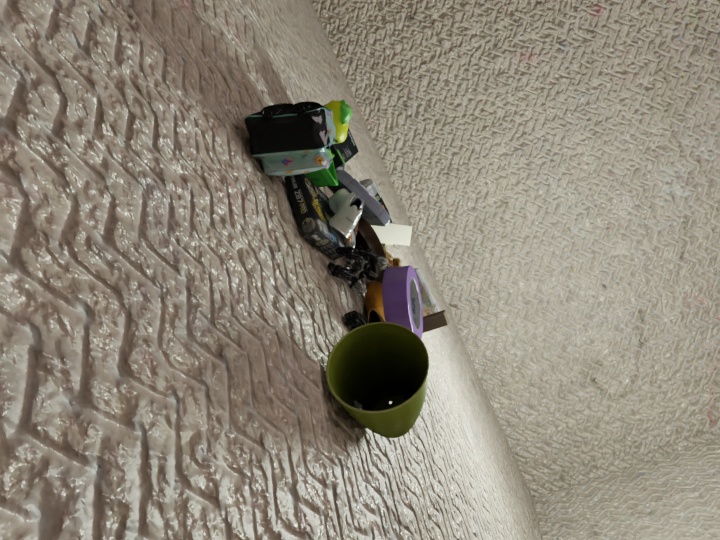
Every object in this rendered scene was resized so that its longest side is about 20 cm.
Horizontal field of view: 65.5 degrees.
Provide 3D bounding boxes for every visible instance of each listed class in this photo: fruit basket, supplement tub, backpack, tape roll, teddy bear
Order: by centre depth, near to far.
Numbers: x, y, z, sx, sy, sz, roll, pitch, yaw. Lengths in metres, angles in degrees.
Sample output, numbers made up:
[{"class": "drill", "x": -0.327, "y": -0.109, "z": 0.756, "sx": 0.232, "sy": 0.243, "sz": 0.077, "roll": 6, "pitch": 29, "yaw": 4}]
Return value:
[{"class": "backpack", "x": -0.136, "y": -0.284, "z": 1.194, "sx": 0.200, "sy": 0.175, "sz": 0.154, "roll": -80, "pitch": 161, "yaw": -66}, {"class": "fruit basket", "x": -0.092, "y": -0.324, "z": 1.384, "sx": 0.156, "sy": 0.215, "sz": 0.216, "roll": 52, "pitch": 19, "yaw": -47}, {"class": "tape roll", "x": 0.112, "y": 0.090, "z": 1.452, "sx": 0.200, "sy": 0.065, "sz": 0.201, "roll": -6, "pitch": 90, "yaw": -74}, {"class": "teddy bear", "x": 0.056, "y": -0.049, "z": 1.705, "sx": 0.200, "sy": 0.144, "sz": 0.067, "roll": -2, "pitch": 109, "yaw": -72}, {"class": "supplement tub", "x": 0.027, "y": -0.181, "z": 1.797, "sx": 0.200, "sy": 0.122, "sz": 0.123, "roll": 61, "pitch": 13, "yaw": -21}]

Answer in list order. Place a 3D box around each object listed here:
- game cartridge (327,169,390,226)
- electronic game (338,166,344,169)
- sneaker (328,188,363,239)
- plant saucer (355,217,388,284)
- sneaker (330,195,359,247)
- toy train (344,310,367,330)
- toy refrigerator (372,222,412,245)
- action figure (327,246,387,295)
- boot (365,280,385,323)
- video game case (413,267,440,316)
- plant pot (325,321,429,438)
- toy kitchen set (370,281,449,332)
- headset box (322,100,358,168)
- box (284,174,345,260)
[{"class": "game cartridge", "x": -0.011, "y": -0.194, "z": 1.496, "sx": 0.200, "sy": 0.041, "sz": 0.133, "roll": 42, "pitch": -9, "yaw": -25}, {"class": "electronic game", "x": -0.107, "y": -0.408, "z": 1.833, "sx": 0.200, "sy": 0.041, "sz": 0.201, "roll": 52, "pitch": 26, "yaw": -40}, {"class": "sneaker", "x": -0.026, "y": -0.152, "z": 1.353, "sx": 0.074, "sy": 0.087, "sz": 0.200, "roll": 34, "pitch": 23, "yaw": -24}, {"class": "plant saucer", "x": 0.015, "y": -0.050, "z": 1.544, "sx": 0.200, "sy": 0.032, "sz": 0.201, "roll": 53, "pitch": -23, "yaw": 34}, {"class": "sneaker", "x": -0.037, "y": -0.118, "z": 1.470, "sx": 0.077, "sy": 0.078, "sz": 0.201, "roll": 22, "pitch": 38, "yaw": -34}, {"class": "toy train", "x": 0.021, "y": 0.163, "z": 1.319, "sx": 0.200, "sy": 0.046, "sz": 0.034, "roll": 57, "pitch": 15, "yaw": -37}, {"class": "toy refrigerator", "x": 0.061, "y": -0.113, "z": 1.693, "sx": 0.200, "sy": 0.076, "sz": 0.070, "roll": 2, "pitch": 98, "yaw": -46}, {"class": "action figure", "x": 0.000, "y": 0.000, "z": 1.381, "sx": 0.102, "sy": 0.119, "sz": 0.200, "roll": 35, "pitch": 7, "yaw": 23}, {"class": "boot", "x": 0.044, "y": 0.108, "z": 1.443, "sx": 0.144, "sy": 0.071, "sz": 0.202, "roll": 50, "pitch": 26, "yaw": -71}, {"class": "video game case", "x": 0.146, "y": 0.077, "z": 1.743, "sx": 0.023, "sy": 0.200, "sz": 0.182, "roll": -39, "pitch": 111, "yaw": -32}, {"class": "plant pot", "x": 0.046, "y": 0.232, "z": 1.063, "sx": 0.200, "sy": 0.186, "sz": 0.188, "roll": 75, "pitch": 2, "yaw": -47}, {"class": "toy kitchen set", "x": 0.150, "y": 0.092, "z": 1.670, "sx": 0.163, "sy": 0.180, "sz": 0.201, "roll": 8, "pitch": 63, "yaw": -77}, {"class": "headset box", "x": -0.103, "y": -0.389, "z": 1.645, "sx": 0.175, "sy": 0.092, "sz": 0.200, "roll": 63, "pitch": 23, "yaw": -15}, {"class": "box", "x": -0.102, "y": -0.126, "z": 1.327, "sx": 0.200, "sy": 0.049, "sz": 0.162, "roll": 40, "pitch": 31, "yaw": -67}]
